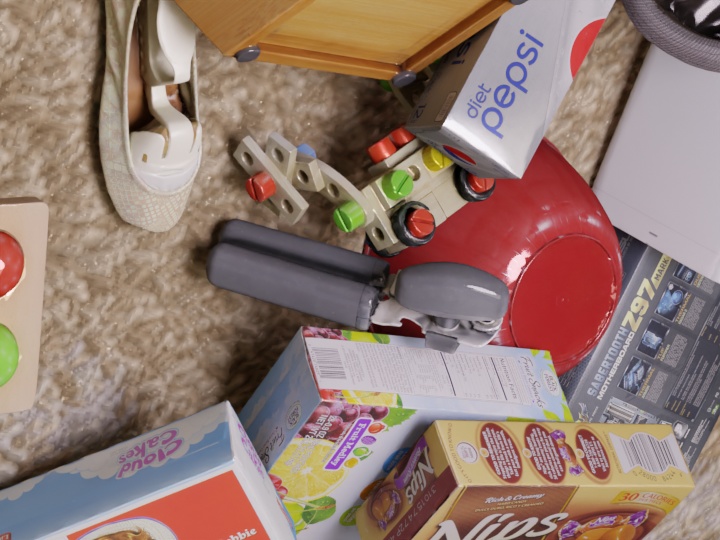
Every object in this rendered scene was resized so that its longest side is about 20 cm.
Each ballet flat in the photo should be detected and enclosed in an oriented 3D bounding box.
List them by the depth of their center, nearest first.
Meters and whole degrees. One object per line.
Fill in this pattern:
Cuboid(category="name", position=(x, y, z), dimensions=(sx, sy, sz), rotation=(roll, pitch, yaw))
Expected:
Cuboid(category="ballet flat", position=(-0.128, -0.110, 1.479), dimensions=(0.067, 0.062, 0.201), rotation=(-17, 117, -30))

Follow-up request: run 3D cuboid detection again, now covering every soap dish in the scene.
Cuboid(category="soap dish", position=(0.005, -0.183, 1.444), dimensions=(0.199, 0.157, 0.082), rotation=(3, 63, -48))

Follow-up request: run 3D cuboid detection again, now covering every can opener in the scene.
Cuboid(category="can opener", position=(0.000, 0.000, 1.537), dimensions=(0.053, 0.199, 0.067), rotation=(-66, 169, -47))

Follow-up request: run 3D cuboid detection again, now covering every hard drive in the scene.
Cuboid(category="hard drive", position=(0.250, -0.109, 1.697), dimensions=(0.026, 0.132, 0.201), rotation=(3, 113, -50))

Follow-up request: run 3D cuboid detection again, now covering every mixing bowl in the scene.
Cuboid(category="mixing bowl", position=(0.111, 0.006, 1.669), dimensions=(0.199, 0.108, 0.201), rotation=(-14, 116, -31))

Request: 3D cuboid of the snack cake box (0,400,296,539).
Cuboid(category="snack cake box", position=(-0.150, 0.176, 1.514), dimensions=(0.199, 0.067, 0.115), rotation=(-22, 123, 6))

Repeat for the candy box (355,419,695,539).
Cuboid(category="candy box", position=(0.111, 0.153, 1.586), dimensions=(0.199, 0.057, 0.117), rotation=(2, 142, -34))

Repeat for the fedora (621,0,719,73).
Cuboid(category="fedora", position=(0.267, -0.221, 1.605), dimensions=(0.200, 0.177, 0.090), rotation=(-47, 171, 1))

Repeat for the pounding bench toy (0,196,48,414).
Cuboid(category="pounding bench toy", position=(-0.268, 0.044, 1.375), dimensions=(0.124, 0.156, 0.201), rotation=(-6, 111, -34))

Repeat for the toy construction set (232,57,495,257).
Cuboid(category="toy construction set", position=(0.020, -0.086, 1.566), dimensions=(0.200, 0.092, 0.132), rotation=(-34, 97, -20))

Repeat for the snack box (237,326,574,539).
Cuboid(category="snack box", position=(0.017, 0.119, 1.604), dimensions=(0.199, 0.068, 0.169), rotation=(5, 139, -30))

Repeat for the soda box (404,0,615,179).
Cuboid(category="soda box", position=(0.111, -0.160, 1.524), dimensions=(0.068, 0.063, 0.201), rotation=(32, 80, -20))

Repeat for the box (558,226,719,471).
Cuboid(category="box", position=(0.219, 0.067, 1.807), dimensions=(0.157, 0.051, 0.201), rotation=(24, 93, -40))
